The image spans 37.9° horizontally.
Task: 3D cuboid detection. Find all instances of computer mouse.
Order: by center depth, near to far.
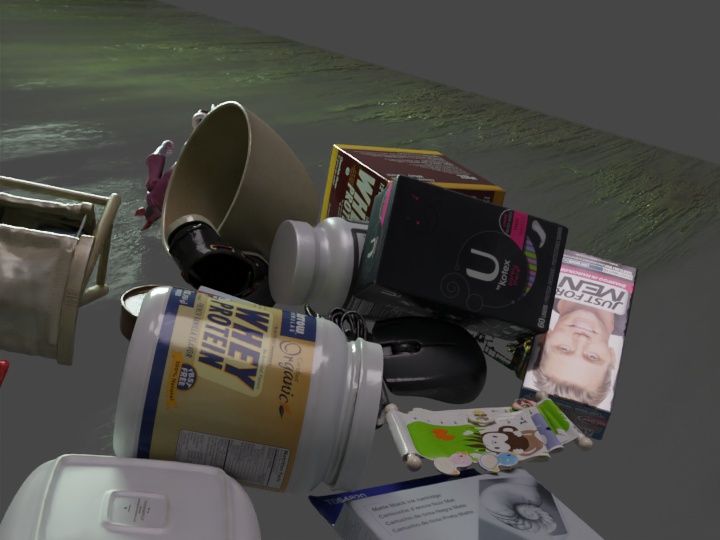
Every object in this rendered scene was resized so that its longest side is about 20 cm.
[{"bbox_3d":[0.067,0.095,1.108,0.198,0.053,0.140,5,54,-38],"label":"computer mouse"}]

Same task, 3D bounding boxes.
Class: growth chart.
[{"bbox_3d":[0.119,0.154,0.996,0.197,0.018,0.145,-2,17,-18],"label":"growth chart"}]

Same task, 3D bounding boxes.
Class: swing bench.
[{"bbox_3d":[-0.372,-0.012,1.098,0.196,0.132,0.200,10,20,-5],"label":"swing bench"}]

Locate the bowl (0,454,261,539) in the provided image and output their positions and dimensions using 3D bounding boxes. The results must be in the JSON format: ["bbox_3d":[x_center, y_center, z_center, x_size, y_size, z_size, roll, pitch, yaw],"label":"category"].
[{"bbox_3d":[-0.159,0.198,0.730,0.197,0.076,0.200,8,21,-10],"label":"bowl"}]

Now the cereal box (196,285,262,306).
[{"bbox_3d":[-0.117,0.099,1.005,0.142,0.040,0.201,19,30,-1],"label":"cereal box"}]

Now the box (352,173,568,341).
[{"bbox_3d":[0.106,-0.009,1.135,0.197,0.124,0.106,15,-12,-11],"label":"box"}]

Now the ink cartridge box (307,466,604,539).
[{"bbox_3d":[0.086,0.215,0.871,0.197,0.041,0.199,-2,24,-35],"label":"ink cartridge box"}]

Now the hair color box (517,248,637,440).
[{"bbox_3d":[0.242,0.077,1.166,0.099,0.061,0.202,14,54,9],"label":"hair color box"}]

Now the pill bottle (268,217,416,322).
[{"bbox_3d":[0.000,0.000,1.225,0.197,0.117,0.116,7,19,-24],"label":"pill bottle"}]

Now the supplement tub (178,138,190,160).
[{"bbox_3d":[-0.188,-0.147,1.613,0.198,0.108,0.106,25,23,32],"label":"supplement tub"}]

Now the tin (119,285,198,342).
[{"bbox_3d":[-0.171,0.068,1.135,0.198,0.042,0.112,21,25,23],"label":"tin"}]

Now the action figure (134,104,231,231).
[{"bbox_3d":[-0.230,-0.118,1.425,0.134,0.200,0.149,46,9,-11],"label":"action figure"}]

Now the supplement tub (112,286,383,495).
[{"bbox_3d":[-0.090,0.101,0.852,0.197,0.146,0.145,12,19,-7],"label":"supplement tub"}]

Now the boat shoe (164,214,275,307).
[{"bbox_3d":[-0.150,0.007,1.197,0.063,0.073,0.201,58,8,31],"label":"boat shoe"}]

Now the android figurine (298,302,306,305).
[{"bbox_3d":[-0.095,-0.008,1.381,0.198,0.042,0.181,-11,28,-40],"label":"android figurine"}]

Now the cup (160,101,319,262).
[{"bbox_3d":[-0.135,-0.086,1.293,0.142,0.202,0.200,21,11,-34],"label":"cup"}]

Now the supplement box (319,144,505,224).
[{"bbox_3d":[0.074,-0.091,1.571,0.195,0.135,0.200,0,22,-30],"label":"supplement box"}]

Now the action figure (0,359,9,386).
[{"bbox_3d":[-0.423,0.086,0.916,0.199,0.100,0.065,26,4,-38],"label":"action figure"}]

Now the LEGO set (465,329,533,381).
[{"bbox_3d":[0.192,0.038,1.279,0.152,0.117,0.199,-4,30,-45],"label":"LEGO set"}]

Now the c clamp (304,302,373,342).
[{"bbox_3d":[0.028,0.072,1.253,0.197,0.027,0.171,11,20,-4],"label":"c clamp"}]
